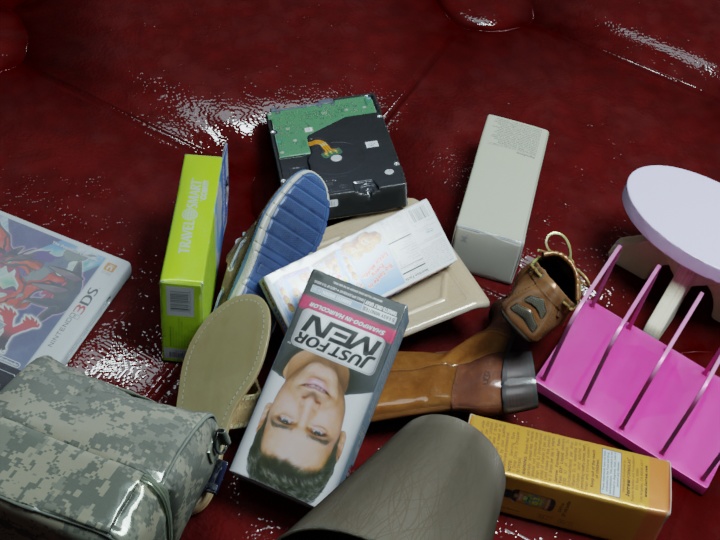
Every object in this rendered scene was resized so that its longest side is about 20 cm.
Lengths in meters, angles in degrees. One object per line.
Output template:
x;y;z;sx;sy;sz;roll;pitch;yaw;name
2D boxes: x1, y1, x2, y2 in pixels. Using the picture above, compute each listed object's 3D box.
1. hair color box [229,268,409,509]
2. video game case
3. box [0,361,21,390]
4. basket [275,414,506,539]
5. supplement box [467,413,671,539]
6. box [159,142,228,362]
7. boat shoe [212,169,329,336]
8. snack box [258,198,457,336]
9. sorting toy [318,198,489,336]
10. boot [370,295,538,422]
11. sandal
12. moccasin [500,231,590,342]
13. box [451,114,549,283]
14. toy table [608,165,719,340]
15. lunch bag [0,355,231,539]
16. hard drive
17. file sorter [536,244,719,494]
-0.035;0.113;1.134;0.098;0.061;0.203;20;77;9;hair color box
-0.362;0.022;1.246;0.197;0.023;0.183;20;48;9;video game case
-0.402;0.154;1.100;0.156;0.049;0.201;19;47;9;box
0.040;0.222;1.041;0.178;0.138;0.200;21;33;15;basket
0.188;0.198;1.153;0.196;0.067;0.069;12;46;1;supplement box
-0.168;-0.022;1.252;0.047;0.123;0.202;5;47;-2;box
-0.101;-0.014;1.246;0.072;0.072;0.202;6;65;53;boat shoe
0.000;0.000;1.229;0.198;0.024;0.073;-26;86;-23;snack box
0.012;0.011;1.289;0.197;0.037;0.186;-17;44;-15;sorting toy
0.074;0.093;1.241;0.196;0.069;0.189;-6;34;6;boot
-0.134;0.131;1.163;0.076;0.070;0.215;11;68;17;sandal
0.189;0.012;1.214;0.074;0.078;0.201;48;18;10;moccasin
0.160;-0.085;1.405;0.081;0.069;0.202;16;48;6;box
0.367;-0.015;1.344;0.183;0.118;0.200;-31;60;-33;toy table
-0.231;0.169;1.048;0.197;0.140;0.169;18;53;13;lunch bag
-0.031;-0.130;1.401;0.137;0.038;0.201;-9;39;-6;hard drive
0.300;0.089;1.223;0.198;0.126;0.139;32;50;14;file sorter
